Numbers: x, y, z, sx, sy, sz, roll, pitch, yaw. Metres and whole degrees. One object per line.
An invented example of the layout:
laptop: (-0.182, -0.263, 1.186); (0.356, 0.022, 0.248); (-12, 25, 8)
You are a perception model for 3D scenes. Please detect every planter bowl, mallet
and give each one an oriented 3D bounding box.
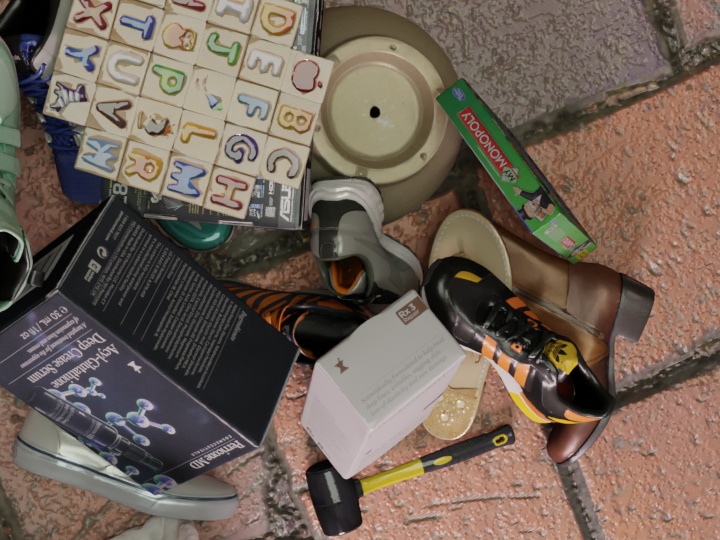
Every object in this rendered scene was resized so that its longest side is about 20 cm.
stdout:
planter bowl: (0.003, -0.133, 1.061); (0.199, 0.135, 0.201); (-1, 93, -11)
mallet: (0.050, 0.190, 1.141); (0.199, 0.041, 0.066); (-10, 95, -14)

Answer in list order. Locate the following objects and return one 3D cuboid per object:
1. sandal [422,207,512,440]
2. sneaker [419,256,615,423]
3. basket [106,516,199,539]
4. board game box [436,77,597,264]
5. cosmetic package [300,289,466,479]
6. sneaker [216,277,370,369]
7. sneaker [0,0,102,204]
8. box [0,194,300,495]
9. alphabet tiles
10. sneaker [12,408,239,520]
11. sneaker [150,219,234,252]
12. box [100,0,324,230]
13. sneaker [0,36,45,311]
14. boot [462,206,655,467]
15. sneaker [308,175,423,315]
sandal: (0.084, 0.057, 1.090); (0.077, 0.070, 0.213); (10, 107, 14)
sneaker: (0.137, 0.057, 1.038); (0.200, 0.090, 0.070); (45, 65, -26)
basket: (-0.193, 0.327, 1.023); (0.200, 0.198, 0.161); (-26, 102, -8)
board game box: (0.134, -0.077, 1.037); (0.029, 0.200, 0.135); (-36, 74, 11)
cosmetic package: (0.014, 0.099, 1.026); (0.102, 0.200, 0.074); (-37, 79, -16)
sneaker: (-0.084, 0.046, 1.066); (0.199, 0.112, 0.078); (-4, 94, -10)
sneaker: (-0.244, -0.150, 0.983); (0.080, 0.115, 0.200); (10, 108, 30)
box: (-0.177, 0.065, 0.984); (0.200, 0.148, 0.107); (40, 45, -21)
alphabet tiles: (-0.128, -0.137, 0.933); (0.199, 0.006, 0.167); (16, 92, -4)
sneaker: (-0.195, 0.160, 1.072); (0.199, 0.073, 0.071); (18, 94, -11)
sneaker: (-0.167, -0.107, 1.058); (0.077, 0.080, 0.201); (-25, 98, -8)
box: (-0.114, -0.136, 0.969); (0.161, 0.049, 0.201); (4, 94, 2)
sneaker: (-0.260, -0.069, 0.888); (0.074, 0.118, 0.201); (-1, 105, -40)
boot: (0.143, 0.063, 1.136); (0.199, 0.068, 0.189); (21, 102, -5)
sneaker: (0.000, 0.000, 1.052); (0.074, 0.200, 0.080); (-2, 62, 20)
